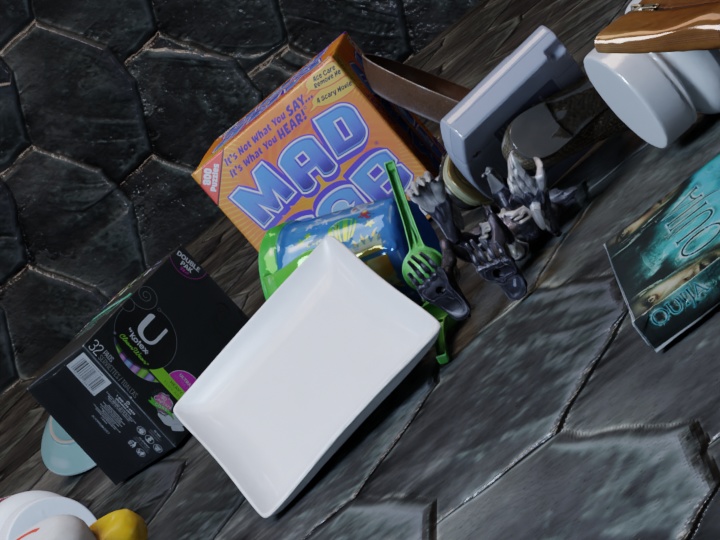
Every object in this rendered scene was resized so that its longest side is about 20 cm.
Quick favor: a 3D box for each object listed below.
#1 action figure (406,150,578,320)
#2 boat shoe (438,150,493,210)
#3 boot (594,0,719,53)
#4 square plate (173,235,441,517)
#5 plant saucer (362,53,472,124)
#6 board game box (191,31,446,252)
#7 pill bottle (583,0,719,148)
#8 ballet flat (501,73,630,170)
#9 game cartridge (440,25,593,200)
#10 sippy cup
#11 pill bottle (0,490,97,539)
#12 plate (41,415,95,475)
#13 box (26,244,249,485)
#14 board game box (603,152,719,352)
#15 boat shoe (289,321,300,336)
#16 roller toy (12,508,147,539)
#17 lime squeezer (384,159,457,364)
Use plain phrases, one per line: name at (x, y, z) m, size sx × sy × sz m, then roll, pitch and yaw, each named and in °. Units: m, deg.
action figure at (0.104, -0.043, 1.513) m, size 0.119 × 0.102 × 0.200 m, roll -20°, pitch 17°, yaw 23°
boat shoe at (0.111, -0.094, 1.855) m, size 0.066 × 0.072 × 0.201 m, roll -46°, pitch 4°, yaw 28°
boot at (0.252, -0.166, 1.311) m, size 0.200 × 0.069 × 0.188 m, roll 6°, pitch 37°, yaw 34°
square plate at (-0.042, 0.083, 1.510) m, size 0.198 × 0.028 × 0.200 m, roll -48°, pitch 34°, yaw -2°
plant saucer at (0.089, -0.177, 2.014) m, size 0.200 × 0.200 × 0.035 m, roll -88°, pitch 18°, yaw -78°
board game box at (-0.034, -0.112, 2.092) m, size 0.200 × 0.200 × 0.200 m, roll -39°, pitch 9°, yaw 13°
pill bottle at (0.278, -0.195, 1.481) m, size 0.200 × 0.114 × 0.114 m, roll -41°, pitch 9°, yaw -4°
ballet flat at (0.200, -0.134, 1.579) m, size 0.200 × 0.067 × 0.046 m, roll -28°, pitch -15°, yaw -20°
game cartridge at (0.140, -0.123, 1.622) m, size 0.133 × 0.041 × 0.200 m, roll -47°, pitch -25°, yaw 3°
sippy cup at (0.000, 0.000, 1.684) m, size 0.130 × 0.140 × 0.178 m, roll -24°, pitch 25°, yaw 27°
pill bottle at (-0.305, 0.258, 1.736) m, size 0.110 × 0.110 × 0.200 m, roll -45°, pitch 10°, yaw -26°
plate at (-0.319, 0.157, 2.305) m, size 0.200 × 0.026 × 0.200 m, roll -29°, pitch 36°, yaw 24°
box at (-0.226, 0.099, 2.041) m, size 0.124 × 0.149 × 0.200 m, roll -34°, pitch 11°, yaw 42°
board game box at (0.219, -0.025, 1.187) m, size 0.135 × 0.028 × 0.200 m, roll -38°, pitch 9°, yaw 10°
boat shoe at (-0.031, 0.075, 1.588) m, size 0.075 × 0.075 × 0.202 m, roll -47°, pitch 11°, yaw -34°
roller toy at (-0.228, 0.262, 1.303) m, size 0.200 × 0.140 × 0.183 m, roll -37°, pitch 10°, yaw 21°
lime squeezer at (0.048, 0.007, 1.529) m, size 0.038 × 0.071 × 0.200 m, roll -28°, pitch 52°, yaw 20°
